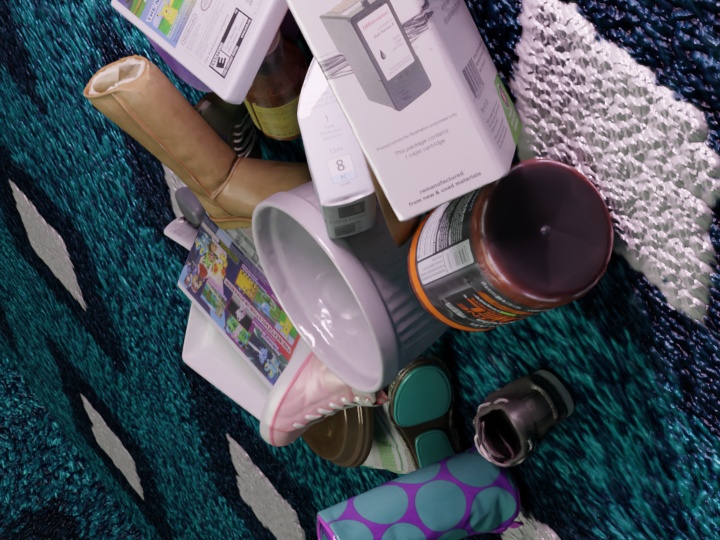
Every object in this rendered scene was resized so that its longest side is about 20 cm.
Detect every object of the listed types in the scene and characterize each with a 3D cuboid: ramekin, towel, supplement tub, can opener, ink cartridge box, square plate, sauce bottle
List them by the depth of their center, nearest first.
[{"bbox_3d":[0.028,-0.154,1.066,0.200,0.084,0.146,63,-163,-12],"label":"ink cartridge box"},{"bbox_3d":[0.100,-0.012,1.165,0.107,0.107,0.200,58,160,-1],"label":"supplement tub"},{"bbox_3d":[-0.034,-0.135,1.246,0.160,0.047,0.200,78,175,-82],"label":"ink cartridge box"},{"bbox_3d":[-0.074,-0.166,1.336,0.066,0.066,0.200,54,176,10],"label":"sauce bottle"},{"bbox_3d":[0.000,0.000,1.413,0.200,0.105,0.200,47,158,26],"label":"ramekin"},{"bbox_3d":[0.019,0.161,1.706,0.149,0.031,0.200,61,159,-11],"label":"towel"},{"bbox_3d":[-0.111,0.056,1.712,0.198,0.028,0.200,33,120,37],"label":"square plate"},{"bbox_3d":[-0.172,-0.038,1.827,0.200,0.053,0.067,33,149,48],"label":"can opener"}]

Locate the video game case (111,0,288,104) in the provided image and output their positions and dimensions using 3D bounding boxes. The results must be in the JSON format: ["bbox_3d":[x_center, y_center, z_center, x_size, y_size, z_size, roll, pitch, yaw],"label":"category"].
[{"bbox_3d":[-0.105,-0.258,1.225,0.182,0.022,0.200,41,111,38],"label":"video game case"}]

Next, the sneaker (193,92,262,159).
[{"bbox_3d":[-0.128,-0.140,1.573,0.090,0.067,0.200,44,151,-8],"label":"sneaker"}]

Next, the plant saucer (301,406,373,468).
[{"bbox_3d":[-0.045,0.126,1.733,0.200,0.029,0.200,44,142,48],"label":"plant saucer"}]

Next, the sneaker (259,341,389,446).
[{"bbox_3d":[-0.023,0.124,1.592,0.105,0.075,0.200,41,116,19],"label":"sneaker"}]

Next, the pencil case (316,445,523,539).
[{"bbox_3d":[0.055,0.239,1.492,0.093,0.200,0.085,66,157,7],"label":"pencil case"}]

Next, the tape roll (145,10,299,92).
[{"bbox_3d":[-0.145,-0.266,1.398,0.200,0.085,0.200,48,158,27],"label":"tape roll"}]

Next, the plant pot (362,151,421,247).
[{"bbox_3d":[0.014,-0.117,1.219,0.200,0.027,0.200,-16,-90,-86],"label":"plant pot"}]

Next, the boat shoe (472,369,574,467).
[{"bbox_3d":[0.128,0.139,1.385,0.067,0.057,0.200,54,159,10],"label":"boat shoe"}]

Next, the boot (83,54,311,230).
[{"bbox_3d":[-0.146,-0.123,1.488,0.175,0.066,0.200,-12,131,42],"label":"boot"}]

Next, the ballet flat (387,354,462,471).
[{"bbox_3d":[0.060,0.138,1.545,0.075,0.068,0.200,-111,4,-48],"label":"ballet flat"}]

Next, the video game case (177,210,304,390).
[{"bbox_3d":[-0.106,0.004,1.660,0.200,0.023,0.182,45,125,31],"label":"video game case"}]
